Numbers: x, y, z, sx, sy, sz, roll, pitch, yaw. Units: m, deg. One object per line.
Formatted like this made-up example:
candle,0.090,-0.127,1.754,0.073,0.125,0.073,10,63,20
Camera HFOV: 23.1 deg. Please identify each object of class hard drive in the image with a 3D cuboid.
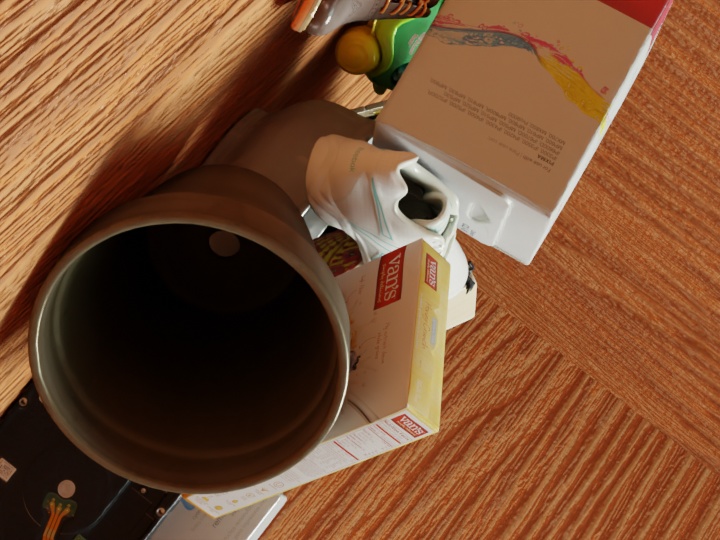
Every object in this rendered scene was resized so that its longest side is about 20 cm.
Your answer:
hard drive,-0.231,0.183,1.288,0.200,0.140,0.038,-53,176,-4

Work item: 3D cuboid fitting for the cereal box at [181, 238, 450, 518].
cereal box,-0.030,0.074,1.198,0.200,0.040,0.144,-26,-139,31

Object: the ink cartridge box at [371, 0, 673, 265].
ink cartridge box,0.114,-0.133,1.277,0.200,0.144,0.145,-60,175,-13

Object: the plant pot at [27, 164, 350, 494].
plant pot,-0.099,0.016,1.154,0.200,0.200,0.174,-54,-168,26

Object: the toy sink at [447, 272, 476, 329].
toy sink,0.006,-0.032,1.607,0.130,0.200,0.112,-23,161,-6

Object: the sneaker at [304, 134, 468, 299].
sneaker,0.037,-0.027,1.254,0.200,0.080,0.071,44,58,-52

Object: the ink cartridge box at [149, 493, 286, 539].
ink cartridge box,-0.169,0.156,1.345,0.115,0.200,0.068,-52,172,-6

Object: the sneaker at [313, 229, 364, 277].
sneaker,0.000,0.000,1.347,0.200,0.073,0.077,-41,124,-60

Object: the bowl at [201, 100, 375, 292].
bowl,-0.071,-0.059,1.333,0.201,0.090,0.201,-53,176,-5

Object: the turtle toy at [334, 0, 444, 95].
turtle toy,0.072,-0.220,1.457,0.200,0.101,0.146,-54,176,26

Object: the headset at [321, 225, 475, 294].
headset,-0.004,0.019,1.510,0.199,0.124,0.094,-14,173,17

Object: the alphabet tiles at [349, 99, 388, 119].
alphabet tiles,-0.001,-0.116,1.487,0.166,0.006,0.200,-16,174,-14

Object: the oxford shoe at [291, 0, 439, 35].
oxford shoe,0.019,-0.203,1.204,0.200,0.073,0.071,-48,174,-49
